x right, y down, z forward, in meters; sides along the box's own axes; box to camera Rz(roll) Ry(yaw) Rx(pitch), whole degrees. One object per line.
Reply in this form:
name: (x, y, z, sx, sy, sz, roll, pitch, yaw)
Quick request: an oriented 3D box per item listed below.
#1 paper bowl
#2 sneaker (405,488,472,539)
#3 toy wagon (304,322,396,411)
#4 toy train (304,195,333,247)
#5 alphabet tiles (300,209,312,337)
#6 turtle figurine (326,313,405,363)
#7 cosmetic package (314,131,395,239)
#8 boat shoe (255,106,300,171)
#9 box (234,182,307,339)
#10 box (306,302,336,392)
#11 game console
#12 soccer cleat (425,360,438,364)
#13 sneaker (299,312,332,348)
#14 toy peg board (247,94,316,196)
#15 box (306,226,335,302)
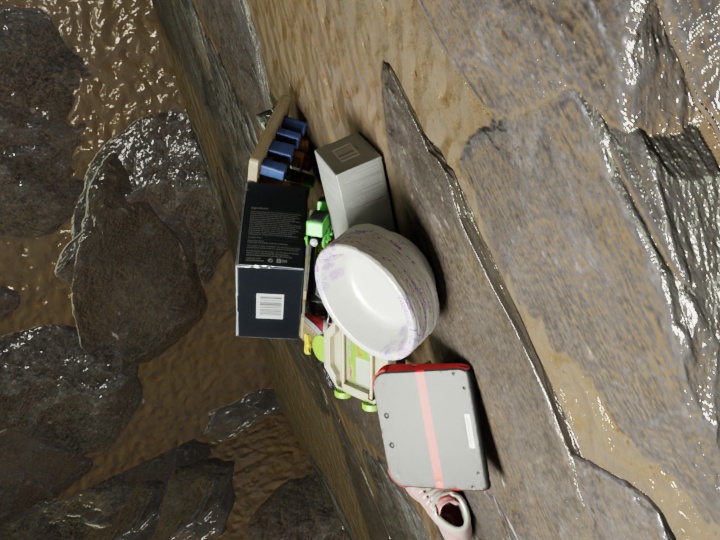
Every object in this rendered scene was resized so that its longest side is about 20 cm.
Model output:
paper bowl: (0.034, 0.024, 1.317, 0.199, 0.104, 0.203, 30, 142, 27)
sneaker: (0.142, 0.417, 1.647, 0.201, 0.075, 0.105, 53, 165, 27)
toy wagon: (-0.019, 0.145, 1.511, 0.198, 0.039, 0.159, 17, 114, 42)
toy train: (-0.055, -0.102, 1.500, 0.201, 0.041, 0.057, -66, -19, -59)
alphabet tiles: (-0.094, 0.006, 1.540, 0.167, 0.006, 0.204, 101, 173, -66)
turtle figurine: (-0.002, 0.118, 1.592, 0.202, 0.147, 0.101, 59, -150, -28)
cosmetic package: (-0.003, -0.100, 1.400, 0.107, 0.089, 0.203, 52, 162, 51)
boat shoe: (-0.175, -0.247, 1.882, 0.071, 0.063, 0.203, -139, 30, -62)
box: (-0.160, -0.015, 1.590, 0.202, 0.121, 0.199, 99, 172, -49)
box: (-0.036, 0.144, 1.843, 0.132, 0.113, 0.204, 177, 72, -77)
game console: (0.108, 0.242, 1.358, 0.174, 0.031, 0.204, -5, 102, 29)
soccer cleat: (0.090, 0.236, 1.435, 0.082, 0.066, 0.202, -74, 4, -53)
sneaker: (-0.040, 0.114, 1.735, 0.198, 0.113, 0.072, 34, 153, 16)
toy peg board: (-0.143, -0.188, 1.682, 0.201, 0.096, 0.202, 104, -177, -49)
box: (-0.074, -0.027, 1.661, 0.200, 0.043, 0.164, -142, 57, -85)
